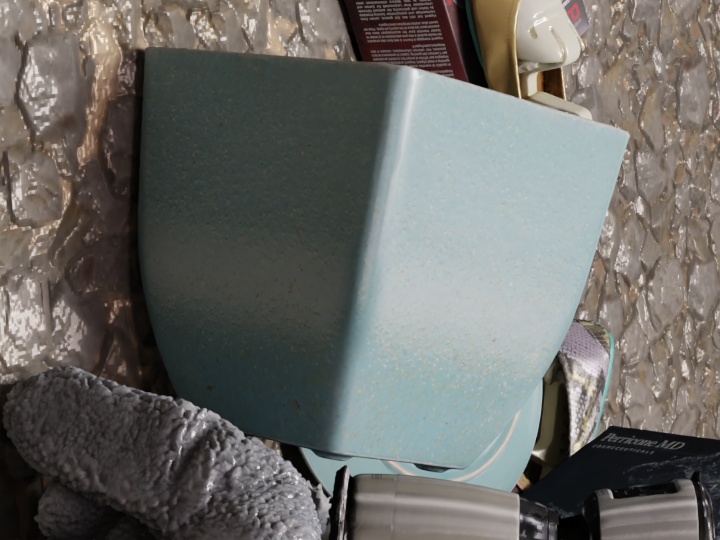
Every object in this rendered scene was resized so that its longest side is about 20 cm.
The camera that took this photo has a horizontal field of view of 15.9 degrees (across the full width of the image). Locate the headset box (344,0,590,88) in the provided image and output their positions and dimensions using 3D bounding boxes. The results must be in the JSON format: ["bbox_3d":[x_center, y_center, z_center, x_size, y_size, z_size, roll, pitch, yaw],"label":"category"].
[{"bbox_3d":[0.058,-0.184,1.563,0.149,0.077,0.201,-44,125,-44],"label":"headset box"}]

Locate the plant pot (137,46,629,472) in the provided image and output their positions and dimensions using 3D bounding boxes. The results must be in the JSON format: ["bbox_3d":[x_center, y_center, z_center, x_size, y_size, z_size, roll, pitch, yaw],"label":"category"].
[{"bbox_3d":[0.000,0.000,1.382,0.196,0.195,0.201,11,87,-47],"label":"plant pot"}]

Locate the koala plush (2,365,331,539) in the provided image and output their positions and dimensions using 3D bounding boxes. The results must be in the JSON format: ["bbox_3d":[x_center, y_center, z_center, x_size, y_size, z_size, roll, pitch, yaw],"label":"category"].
[{"bbox_3d":[-0.080,0.165,1.321,0.200,0.183,0.178,48,53,-60],"label":"koala plush"}]

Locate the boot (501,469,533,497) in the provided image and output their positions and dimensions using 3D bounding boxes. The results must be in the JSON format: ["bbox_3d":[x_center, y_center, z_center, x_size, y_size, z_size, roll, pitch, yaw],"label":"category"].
[{"bbox_3d":[0.060,0.222,1.591,0.166,0.072,0.201,-48,127,-41],"label":"boot"}]

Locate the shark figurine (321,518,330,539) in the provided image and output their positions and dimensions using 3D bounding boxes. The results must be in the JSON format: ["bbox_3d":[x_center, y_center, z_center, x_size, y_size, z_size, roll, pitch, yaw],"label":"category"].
[{"bbox_3d":[-0.007,0.185,1.423,0.128,0.089,0.215,28,51,-16],"label":"shark figurine"}]

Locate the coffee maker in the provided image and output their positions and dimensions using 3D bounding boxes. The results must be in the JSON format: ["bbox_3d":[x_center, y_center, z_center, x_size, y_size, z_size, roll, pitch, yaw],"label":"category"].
[{"bbox_3d":[0.080,0.196,1.326,0.135,0.199,0.193,-83,176,-67],"label":"coffee maker"}]

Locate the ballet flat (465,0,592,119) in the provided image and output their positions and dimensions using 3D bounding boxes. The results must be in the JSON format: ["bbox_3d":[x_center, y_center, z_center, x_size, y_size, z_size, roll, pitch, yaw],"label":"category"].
[{"bbox_3d":[0.108,-0.109,1.516,0.069,0.063,0.201,-26,113,-49],"label":"ballet flat"}]

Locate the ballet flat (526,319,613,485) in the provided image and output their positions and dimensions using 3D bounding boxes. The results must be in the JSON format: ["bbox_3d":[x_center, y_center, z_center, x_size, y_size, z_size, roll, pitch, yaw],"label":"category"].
[{"bbox_3d":[0.121,0.130,1.692,0.072,0.072,0.201,11,83,-55],"label":"ballet flat"}]

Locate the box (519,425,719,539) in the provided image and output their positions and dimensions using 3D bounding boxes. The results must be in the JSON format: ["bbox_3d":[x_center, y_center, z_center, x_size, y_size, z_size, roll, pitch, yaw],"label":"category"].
[{"bbox_3d":[0.163,0.195,1.517,0.200,0.196,0.118,-33,110,-30],"label":"box"}]

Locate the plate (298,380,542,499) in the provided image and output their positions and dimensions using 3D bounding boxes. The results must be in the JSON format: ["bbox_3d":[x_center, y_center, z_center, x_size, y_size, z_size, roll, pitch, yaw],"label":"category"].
[{"bbox_3d":[0.040,0.061,1.539,0.200,0.026,0.201,5,81,-36],"label":"plate"}]
